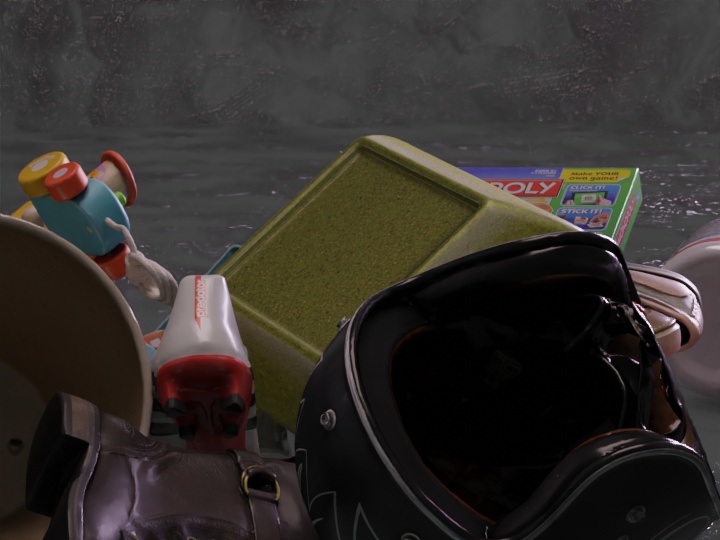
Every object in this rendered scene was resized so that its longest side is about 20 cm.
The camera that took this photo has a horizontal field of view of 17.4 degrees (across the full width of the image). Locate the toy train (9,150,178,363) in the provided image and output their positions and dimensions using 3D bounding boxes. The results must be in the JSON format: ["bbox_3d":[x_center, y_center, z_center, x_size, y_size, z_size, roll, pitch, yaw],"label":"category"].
[{"bbox_3d":[-0.140,0.003,1.368,0.056,0.150,0.200,-42,-11,-26],"label":"toy train"}]

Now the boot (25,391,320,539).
[{"bbox_3d":[-0.076,0.143,1.157,0.174,0.069,0.200,19,38,-20],"label":"boot"}]

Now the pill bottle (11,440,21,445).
[{"bbox_3d":[-0.281,0.084,1.410,0.199,0.112,0.112,0,10,-6],"label":"pill bottle"}]

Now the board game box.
[{"bbox_3d":[0.077,-0.024,1.569,0.200,0.029,0.135,1,34,19],"label":"board game box"}]

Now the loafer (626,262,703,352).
[{"bbox_3d":[0.132,0.023,1.575,0.199,0.072,0.063,5,18,1],"label":"loafer"}]

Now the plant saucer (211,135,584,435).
[{"bbox_3d":[0.000,0.000,1.394,0.200,0.048,0.200,-43,37,-13],"label":"plant saucer"}]

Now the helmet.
[{"bbox_3d":[0.066,0.089,1.159,0.190,0.200,0.200,-23,8,7],"label":"helmet"}]

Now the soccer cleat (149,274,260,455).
[{"bbox_3d":[-0.087,0.078,1.301,0.068,0.085,0.200,0,-31,-3],"label":"soccer cleat"}]

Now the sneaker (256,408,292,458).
[{"bbox_3d":[-0.082,0.079,1.541,0.075,0.077,0.200,-3,11,-16],"label":"sneaker"}]

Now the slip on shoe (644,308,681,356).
[{"bbox_3d":[0.097,0.017,1.426,0.200,0.061,0.076,8,14,28],"label":"slip on shoe"}]

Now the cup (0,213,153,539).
[{"bbox_3d":[-0.218,0.082,1.286,0.200,0.201,0.143,-1,-14,-9],"label":"cup"}]

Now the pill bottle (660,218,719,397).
[{"bbox_3d":[0.283,0.021,1.768,0.116,0.116,0.200,3,11,15],"label":"pill bottle"}]

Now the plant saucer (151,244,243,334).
[{"bbox_3d":[-0.121,0.063,1.474,0.200,0.019,0.070,-48,32,-20],"label":"plant saucer"}]
